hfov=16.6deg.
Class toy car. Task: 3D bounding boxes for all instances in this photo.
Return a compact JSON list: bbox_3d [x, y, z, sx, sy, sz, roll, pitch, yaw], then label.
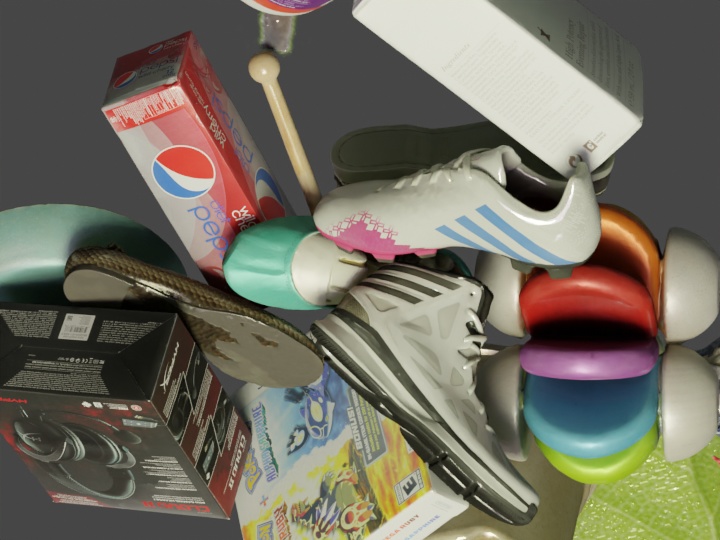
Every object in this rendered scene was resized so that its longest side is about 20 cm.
[{"bbox_3d":[0.163,0.049,1.725,0.174,0.150,0.201,1,86,10],"label":"toy car"}]

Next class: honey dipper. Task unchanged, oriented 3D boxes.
[{"bbox_3d":[-0.038,-0.069,1.762,0.038,0.038,0.201,-13,117,14],"label":"honey dipper"}]

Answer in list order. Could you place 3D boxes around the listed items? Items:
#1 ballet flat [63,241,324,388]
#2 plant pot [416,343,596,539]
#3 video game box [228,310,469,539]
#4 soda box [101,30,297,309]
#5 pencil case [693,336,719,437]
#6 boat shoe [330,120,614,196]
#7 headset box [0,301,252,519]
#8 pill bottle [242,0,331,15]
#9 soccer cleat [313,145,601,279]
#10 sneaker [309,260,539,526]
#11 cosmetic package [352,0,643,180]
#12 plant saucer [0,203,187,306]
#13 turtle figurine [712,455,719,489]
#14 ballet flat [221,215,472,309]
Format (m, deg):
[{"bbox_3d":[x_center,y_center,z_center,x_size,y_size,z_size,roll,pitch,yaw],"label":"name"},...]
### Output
[{"bbox_3d":[-0.116,0.029,1.756,0.199,0.046,0.067,21,131,-10],"label":"ballet flat"},{"bbox_3d":[0.085,0.189,1.840,0.199,0.184,0.201,2,125,3],"label":"plant pot"},{"bbox_3d":[-0.018,0.134,1.802,0.047,0.201,0.182,24,127,-38],"label":"video game box"},{"bbox_3d":[-0.106,-0.066,1.748,0.063,0.070,0.200,-17,123,19],"label":"soda box"},{"bbox_3d":[0.319,0.037,1.773,0.089,0.078,0.200,4,138,-47],"label":"pencil case"},{"bbox_3d":[0.081,-0.064,1.736,0.200,0.072,0.061,1,130,13],"label":"boat shoe"},{"bbox_3d":[-0.176,0.108,1.787,0.148,0.078,0.200,4,148,20],"label":"headset box"},{"bbox_3d":[-0.010,-0.237,1.547,0.112,0.113,0.200,38,152,-20],"label":"pill bottle"},{"bbox_3d":[0.065,-0.051,1.659,0.199,0.070,0.087,6,125,13],"label":"soccer cleat"},{"bbox_3d":[0.072,0.073,1.680,0.201,0.076,0.115,45,77,1],"label":"sneaker"},{"bbox_3d":[0.093,-0.159,1.648,0.200,0.102,0.074,36,120,-20],"label":"cosmetic package"},{"bbox_3d":[-0.225,0.032,1.819,0.199,0.036,0.201,-4,137,-4],"label":"plant saucer"},{"bbox_3d":[0.344,0.152,1.813,0.200,0.150,0.101,-45,127,14],"label":"turtle figurine"},{"bbox_3d":[0.000,0.000,1.739,0.199,0.070,0.068,6,93,-35],"label":"ballet flat"}]
